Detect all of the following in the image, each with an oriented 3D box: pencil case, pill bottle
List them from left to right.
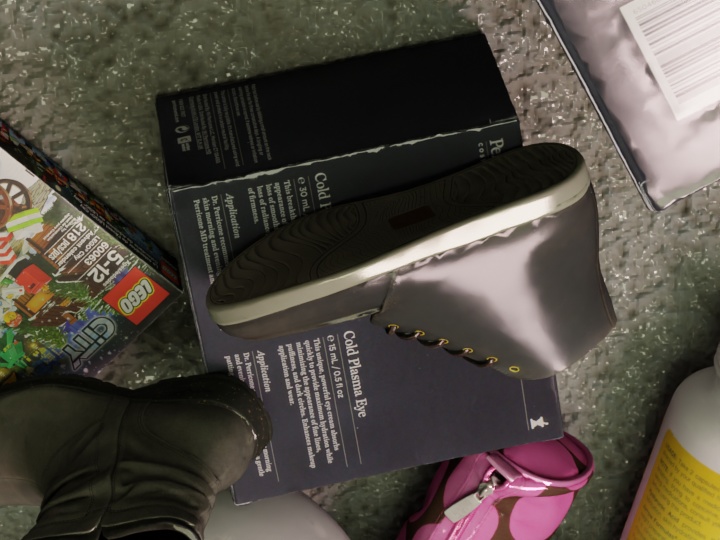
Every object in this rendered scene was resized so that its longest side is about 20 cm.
[{"bbox_3d":[0.048,0.169,1.656,0.091,0.094,0.200,29,112,3],"label":"pencil case"},{"bbox_3d":[0.214,0.123,1.645,0.111,0.111,0.201,9,118,-14],"label":"pill bottle"}]

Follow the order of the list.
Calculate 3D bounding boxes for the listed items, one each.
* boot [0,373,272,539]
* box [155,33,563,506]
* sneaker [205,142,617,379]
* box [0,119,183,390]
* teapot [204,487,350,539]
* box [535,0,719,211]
[{"bbox_3d":[-0.150,0.112,1.493,0.199,0.131,0.068,-9,118,29],"label":"boot"},{"bbox_3d":[0.000,0.000,1.545,0.181,0.104,0.201,-10,121,-2],"label":"box"},{"bbox_3d":[0.030,0.020,1.456,0.199,0.075,0.107,-18,117,0],"label":"sneaker"},{"bbox_3d":[-0.212,0.029,1.566,0.200,0.038,0.136,-43,117,15],"label":"box"},{"bbox_3d":[-0.096,0.208,1.591,0.197,0.146,0.200,42,129,2],"label":"teapot"},{"bbox_3d":[0.137,-0.152,1.424,0.107,0.200,0.149,-27,119,8],"label":"box"}]
